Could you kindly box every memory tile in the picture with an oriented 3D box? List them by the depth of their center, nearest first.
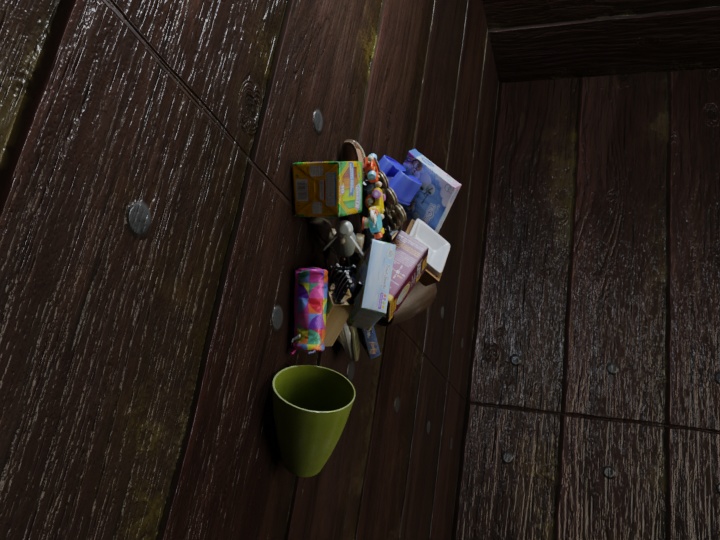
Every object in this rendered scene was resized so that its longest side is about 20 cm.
[{"bbox_3d":[0.061,-0.210,1.776,0.203,0.017,0.153,62,-13,3],"label":"memory tile"}]

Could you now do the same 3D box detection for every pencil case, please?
[{"bbox_3d":[-0.119,0.093,1.501,0.088,0.086,0.205,10,82,-68],"label":"pencil case"}]

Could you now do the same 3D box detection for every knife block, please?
[{"bbox_3d":[-0.057,0.087,1.538,0.063,0.174,0.205,3,89,-29],"label":"knife block"}]

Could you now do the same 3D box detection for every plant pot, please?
[{"bbox_3d":[-0.117,0.347,1.439,0.187,0.183,0.204,-37,141,-63],"label":"plant pot"},{"bbox_3d":[0.112,0.084,2.012,0.199,0.184,0.191,-37,127,-48],"label":"plant pot"}]

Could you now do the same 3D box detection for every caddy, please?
[{"bbox_3d":[0.099,-0.264,1.960,0.106,0.141,0.199,-52,163,14],"label":"caddy"}]

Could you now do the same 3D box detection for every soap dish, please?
[{"bbox_3d":[0.188,-0.055,1.977,0.081,0.156,0.201,-49,-173,34],"label":"soap dish"}]

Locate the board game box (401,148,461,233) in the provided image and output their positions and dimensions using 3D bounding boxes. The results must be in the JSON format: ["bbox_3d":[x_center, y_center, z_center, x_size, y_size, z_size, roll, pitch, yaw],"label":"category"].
[{"bbox_3d":[0.198,-0.243,2.045,0.043,0.198,0.202,-29,151,-45],"label":"board game box"}]

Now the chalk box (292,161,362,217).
[{"bbox_3d":[-0.067,-0.199,1.549,0.199,0.121,0.128,-26,117,-66],"label":"chalk box"}]

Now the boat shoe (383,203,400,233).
[{"bbox_3d":[0.073,-0.121,1.965,0.075,0.091,0.205,45,51,-62],"label":"boat shoe"}]

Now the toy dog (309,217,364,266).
[{"bbox_3d":[-0.046,-0.062,1.611,0.199,0.129,0.099,25,74,-66],"label":"toy dog"}]

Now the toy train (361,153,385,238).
[{"bbox_3d":[0.022,-0.180,1.606,0.151,0.054,0.204,62,26,-56],"label":"toy train"}]

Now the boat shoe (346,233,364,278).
[{"bbox_3d":[0.000,0.000,1.818,0.069,0.070,0.204,-54,141,-53],"label":"boat shoe"}]

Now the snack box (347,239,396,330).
[{"bbox_3d":[0.025,0.040,1.575,0.200,0.066,0.173,121,-20,-72],"label":"snack box"}]

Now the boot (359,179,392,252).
[{"bbox_3d":[0.037,-0.154,1.771,0.165,0.064,0.204,-62,145,-62],"label":"boot"}]

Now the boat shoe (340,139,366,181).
[{"bbox_3d":[-0.022,-0.247,1.735,0.072,0.074,0.205,-43,130,-58],"label":"boat shoe"}]

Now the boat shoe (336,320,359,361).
[{"bbox_3d":[-0.045,0.153,1.720,0.075,0.067,0.204,-76,159,-61],"label":"boat shoe"}]

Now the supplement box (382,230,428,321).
[{"bbox_3d":[0.093,0.016,1.777,0.201,0.102,0.132,-53,161,-22],"label":"supplement box"}]

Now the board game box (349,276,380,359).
[{"bbox_3d":[0.000,0.126,1.778,0.136,0.034,0.203,-123,-164,-52],"label":"board game box"}]

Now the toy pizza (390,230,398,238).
[{"bbox_3d":[0.072,-0.025,1.941,0.202,0.031,0.201,-56,166,-21],"label":"toy pizza"}]
